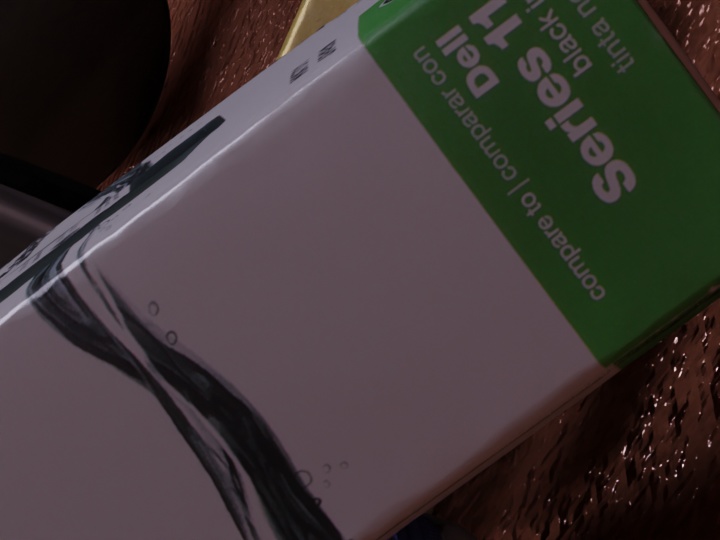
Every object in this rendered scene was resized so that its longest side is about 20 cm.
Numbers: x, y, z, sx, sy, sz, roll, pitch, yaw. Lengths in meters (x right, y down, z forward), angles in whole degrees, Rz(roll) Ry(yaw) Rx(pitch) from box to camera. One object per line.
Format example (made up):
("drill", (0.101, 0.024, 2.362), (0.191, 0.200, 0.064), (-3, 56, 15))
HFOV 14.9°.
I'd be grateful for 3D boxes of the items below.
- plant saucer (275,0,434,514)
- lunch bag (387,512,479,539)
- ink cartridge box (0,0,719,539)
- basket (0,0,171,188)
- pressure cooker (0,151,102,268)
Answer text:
("plant saucer", (0.000, 0.000, 0.776), (0.201, 0.048, 0.200), (-66, 17, -1))
("lunch bag", (-0.017, 0.150, 0.591), (0.201, 0.075, 0.160), (-67, 15, -8))
("ink cartridge box", (-0.018, 0.009, 0.582), (0.200, 0.083, 0.147), (-37, 7, 6))
("basket", (-0.177, -0.046, 1.127), (0.180, 0.136, 0.200), (-46, 10, 29))
("pressure cooker", (-0.163, 0.041, 0.947), (0.176, 0.199, 0.179), (-60, 18, 19))
